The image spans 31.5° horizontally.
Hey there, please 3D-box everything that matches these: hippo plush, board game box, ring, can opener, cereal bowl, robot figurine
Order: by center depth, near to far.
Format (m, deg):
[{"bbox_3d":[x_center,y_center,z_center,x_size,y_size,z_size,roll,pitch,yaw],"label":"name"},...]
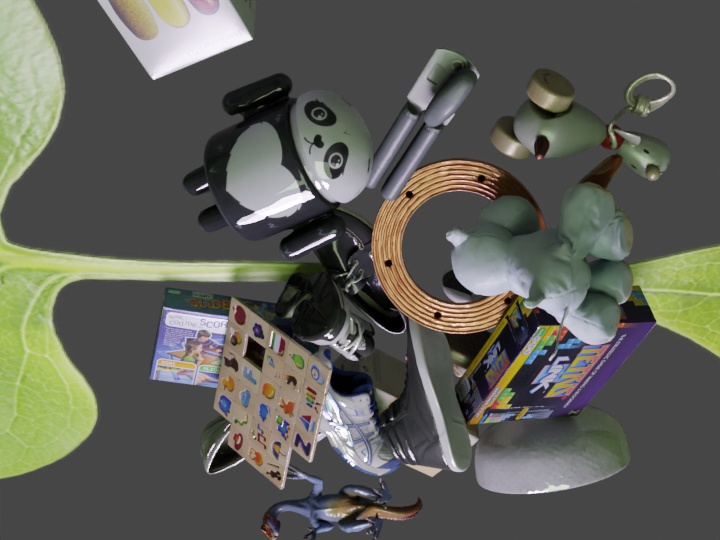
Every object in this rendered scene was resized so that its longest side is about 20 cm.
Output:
[{"bbox_3d":[-0.083,-0.106,1.317,0.198,0.126,0.151,-21,131,19],"label":"robot figurine"},{"bbox_3d":[0.057,-0.148,1.324,0.052,0.067,0.201,33,133,-2],"label":"can opener"},{"bbox_3d":[0.181,0.004,1.337,0.159,0.201,0.160,8,142,40],"label":"hippo plush"},{"bbox_3d":[0.111,-0.027,1.426,0.198,0.019,0.203,2,109,6],"label":"ring"},{"bbox_3d":[0.222,0.100,1.480,0.163,0.057,0.201,0,142,-25],"label":"board game box"},{"bbox_3d":[-0.153,0.092,1.572,0.197,0.035,0.136,9,134,-12],"label":"board game box"},{"bbox_3d":[0.238,0.214,1.623,0.197,0.200,0.084,-11,96,9],"label":"cereal bowl"}]

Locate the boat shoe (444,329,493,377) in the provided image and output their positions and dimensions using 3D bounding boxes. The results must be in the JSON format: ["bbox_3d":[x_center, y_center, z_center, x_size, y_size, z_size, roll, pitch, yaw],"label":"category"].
[{"bbox_3d":[0.138,0.107,1.574,0.198,0.073,0.065,18,131,-26],"label":"boat shoe"}]

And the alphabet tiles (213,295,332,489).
[{"bbox_3d":[-0.109,0.154,1.502,0.008,0.166,0.202,-22,135,-43],"label":"alphabet tiles"}]

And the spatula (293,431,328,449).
[{"bbox_3d":[-0.076,0.224,1.671,0.198,0.021,0.056,-6,154,33],"label":"spatula"}]

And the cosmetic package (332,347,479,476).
[{"bbox_3d":[0.046,0.180,1.639,0.199,0.072,0.105,27,128,-25],"label":"cosmetic package"}]

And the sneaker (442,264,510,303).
[{"bbox_3d":[0.190,0.035,1.507,0.197,0.076,0.081,7,143,-8],"label":"sneaker"}]

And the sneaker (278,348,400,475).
[{"bbox_3d":[-0.005,0.172,1.529,0.088,0.076,0.199,-40,121,19],"label":"sneaker"}]

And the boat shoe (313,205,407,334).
[{"bbox_3d":[0.000,0.000,1.467,0.072,0.063,0.200,-26,130,22],"label":"boat shoe"}]

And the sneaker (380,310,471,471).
[{"bbox_3d":[0.060,0.142,1.497,0.098,0.070,0.203,-11,95,33],"label":"sneaker"}]

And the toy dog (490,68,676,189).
[{"bbox_3d":[0.236,-0.130,1.322,0.197,0.097,0.133,2,135,-3],"label":"toy dog"}]

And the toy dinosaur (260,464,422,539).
[{"bbox_3d":[-0.044,0.350,1.799,0.180,0.106,0.199,-12,151,38],"label":"toy dinosaur"}]

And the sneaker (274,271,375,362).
[{"bbox_3d":[-0.020,0.058,1.445,0.115,0.200,0.076,30,89,-17],"label":"sneaker"}]

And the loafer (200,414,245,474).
[{"bbox_3d":[-0.124,0.192,1.598,0.070,0.070,0.199,34,124,-29],"label":"loafer"}]

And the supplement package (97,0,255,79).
[{"bbox_3d":[-0.185,-0.293,1.140,0.113,0.110,0.201,-19,132,17],"label":"supplement package"}]
